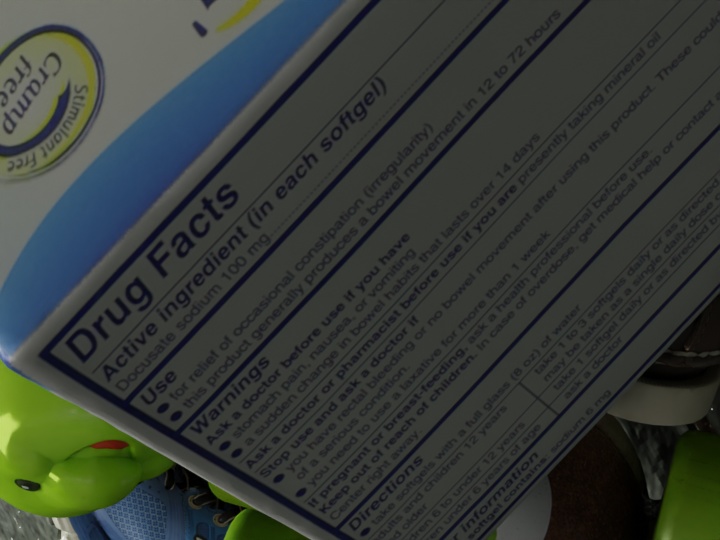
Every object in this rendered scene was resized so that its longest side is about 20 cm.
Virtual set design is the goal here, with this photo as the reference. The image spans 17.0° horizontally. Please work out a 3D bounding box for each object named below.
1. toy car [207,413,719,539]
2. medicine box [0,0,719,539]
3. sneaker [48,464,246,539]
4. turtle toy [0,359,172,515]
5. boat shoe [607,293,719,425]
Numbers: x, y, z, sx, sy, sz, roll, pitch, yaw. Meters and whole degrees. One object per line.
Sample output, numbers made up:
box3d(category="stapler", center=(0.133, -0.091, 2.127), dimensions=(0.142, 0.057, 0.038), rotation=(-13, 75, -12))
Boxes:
box3d(category="toy car", center=(0.017, 0.137, 0.685), dimensions=(0.163, 0.201, 0.159), rotation=(13, 132, 9))
box3d(category="medicine box", center=(0.009, -0.041, 0.565), dimensions=(0.103, 0.182, 0.200), rotation=(46, -176, 35))
box3d(category="sneaker", center=(-0.047, 0.108, 0.931), dimensions=(0.089, 0.079, 0.201), rotation=(-33, 101, 19))
box3d(category="turtle toy", center=(-0.111, 0.007, 0.765), dimensions=(0.200, 0.145, 0.102), rotation=(34, 117, 59))
box3d(category="boat shoe", center=(0.044, -0.036, 0.714), dimensions=(0.200, 0.071, 0.060), rotation=(48, 129, 41))
